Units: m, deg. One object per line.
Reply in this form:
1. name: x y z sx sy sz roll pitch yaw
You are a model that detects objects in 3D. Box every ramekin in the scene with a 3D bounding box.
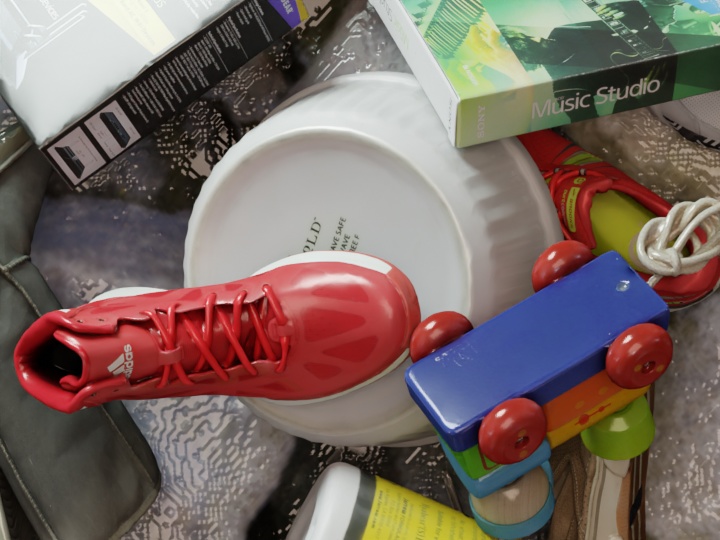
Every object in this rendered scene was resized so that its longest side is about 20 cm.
1. ramekin: 0.000 0.000 1.086 0.201 0.094 0.204 3 99 21

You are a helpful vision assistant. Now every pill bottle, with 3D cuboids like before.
1. pill bottle: 0.054 0.185 1.061 0.199 0.111 0.112 25 88 -6

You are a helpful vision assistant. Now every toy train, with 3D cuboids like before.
1. toy train: 0.125 0.046 1.020 0.199 0.116 0.085 -29 47 -10

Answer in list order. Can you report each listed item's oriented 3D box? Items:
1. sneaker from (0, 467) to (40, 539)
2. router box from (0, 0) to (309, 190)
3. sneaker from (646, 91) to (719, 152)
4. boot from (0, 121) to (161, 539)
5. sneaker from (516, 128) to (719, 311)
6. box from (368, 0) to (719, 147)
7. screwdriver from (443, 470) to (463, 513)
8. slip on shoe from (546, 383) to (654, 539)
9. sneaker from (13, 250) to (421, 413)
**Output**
1. sneaker: -0.243 0.103 1.135 0.106 0.075 0.201 -21 82 6
2. router box: -0.147 -0.166 1.111 0.157 0.052 0.200 -36 63 -3
3. sneaker: 0.249 -0.094 1.115 0.199 0.115 0.076 15 87 1
4. boot: -0.165 0.033 1.121 0.072 0.182 0.200 -26 110 40
5. sneaker: 0.108 -0.043 1.128 0.199 0.085 0.077 24 86 0
6. box: 0.118 -0.137 1.094 0.199 0.036 0.145 -14 43 -12
7. screwdriver: 0.075 0.207 1.146 0.029 0.028 0.201 -25 87 28
8. slip on shoe: 0.122 0.105 1.120 0.060 0.076 0.201 3 107 19
9. sneaker: -0.077 0.042 1.009 0.199 0.115 0.079 -12 94 26
